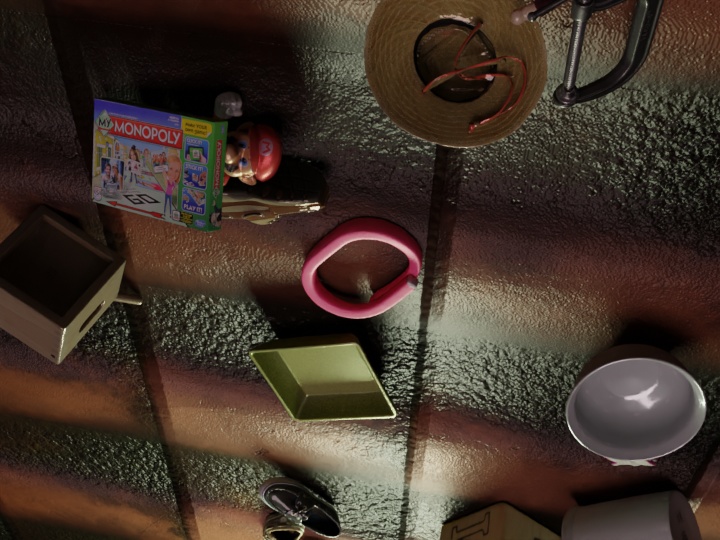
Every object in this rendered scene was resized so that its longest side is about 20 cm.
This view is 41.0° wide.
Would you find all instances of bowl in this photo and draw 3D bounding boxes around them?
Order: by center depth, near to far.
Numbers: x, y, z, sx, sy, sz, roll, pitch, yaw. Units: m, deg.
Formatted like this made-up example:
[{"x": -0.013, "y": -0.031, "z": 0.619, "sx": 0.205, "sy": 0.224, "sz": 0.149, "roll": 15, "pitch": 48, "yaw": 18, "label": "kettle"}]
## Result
[{"x": 0.396, "y": 0.176, "z": 1.406, "sx": 0.197, "sy": 0.091, "sz": 0.204, "roll": 3, "pitch": 126, "yaw": 4, "label": "bowl"}]

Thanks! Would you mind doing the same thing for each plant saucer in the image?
[{"x": -0.055, "y": 0.169, "z": 1.582, "sx": 0.197, "sy": 0.048, "sz": 0.201, "roll": -6, "pitch": 136, "yaw": 23, "label": "plant saucer"}]

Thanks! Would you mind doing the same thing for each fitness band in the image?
[{"x": 0.000, "y": 0.000, "z": 1.383, "sx": 0.143, "sy": 0.038, "sz": 0.199, "roll": 33, "pitch": 135, "yaw": -20, "label": "fitness band"}]

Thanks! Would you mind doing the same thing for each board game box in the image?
[{"x": -0.257, "y": -0.136, "z": 1.215, "sx": 0.197, "sy": 0.029, "sz": 0.137, "roll": 14, "pitch": 108, "yaw": 28, "label": "board game box"}]

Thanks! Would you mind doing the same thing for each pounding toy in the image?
[{"x": -0.447, "y": 0.025, "z": 1.454, "sx": 0.183, "sy": 0.201, "sz": 0.143, "roll": 32, "pitch": 139, "yaw": 1, "label": "pounding toy"}]

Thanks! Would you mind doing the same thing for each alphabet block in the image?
[{"x": 0.267, "y": 0.599, "z": 1.856, "sx": 0.194, "sy": 0.202, "sz": 0.196, "roll": 34, "pitch": 136, "yaw": -23, "label": "alphabet block"}]

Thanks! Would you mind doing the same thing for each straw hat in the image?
[{"x": 0.103, "y": -0.225, "z": 1.053, "sx": 0.197, "sy": 0.205, "sz": 0.085, "roll": 9, "pitch": -177, "yaw": 6, "label": "straw hat"}]

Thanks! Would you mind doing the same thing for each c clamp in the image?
[{"x": 0.236, "y": -0.234, "z": 0.980, "sx": 0.169, "sy": 0.027, "sz": 0.201, "roll": -31, "pitch": 151, "yaw": -8, "label": "c clamp"}]

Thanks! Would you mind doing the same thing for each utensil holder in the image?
[{"x": 0.479, "y": 0.484, "z": 1.688, "sx": 0.198, "sy": 0.172, "sz": 0.170, "roll": -20, "pitch": 129, "yaw": 32, "label": "utensil holder"}]

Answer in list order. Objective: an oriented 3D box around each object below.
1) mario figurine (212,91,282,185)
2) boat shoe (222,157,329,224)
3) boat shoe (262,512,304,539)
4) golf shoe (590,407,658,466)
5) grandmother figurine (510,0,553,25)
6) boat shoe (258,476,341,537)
[{"x": -0.194, "y": -0.150, "z": 1.219, "sx": 0.197, "sy": 0.107, "sz": 0.124, "roll": -1, "pitch": 136, "yaw": 20, "label": "mario figurine"}, {"x": -0.132, "y": -0.102, "z": 1.287, "sx": 0.197, "sy": 0.076, "sz": 0.074, "roll": 6, "pitch": 145, "yaw": 22, "label": "boat shoe"}, {"x": -0.164, "y": 0.552, "z": 2.036, "sx": 0.072, "sy": 0.063, "sz": 0.201, "roll": 22, "pitch": 139, "yaw": -10, "label": "boat shoe"}, {"x": 0.390, "y": 0.258, "z": 1.532, "sx": 0.091, "sy": 0.076, "sz": 0.200, "roll": -24, "pitch": 125, "yaw": 41, "label": "golf shoe"}, {"x": 0.175, "y": -0.311, "z": 0.964, "sx": 0.196, "sy": 0.061, "sz": 0.123, "roll": 6, "pitch": 129, "yaw": 7, "label": "grandmother figurine"}, {"x": -0.114, "y": 0.474, "z": 1.920, "sx": 0.199, "sy": 0.057, "sz": 0.069, "roll": 33, "pitch": 95, "yaw": -28, "label": "boat shoe"}]
